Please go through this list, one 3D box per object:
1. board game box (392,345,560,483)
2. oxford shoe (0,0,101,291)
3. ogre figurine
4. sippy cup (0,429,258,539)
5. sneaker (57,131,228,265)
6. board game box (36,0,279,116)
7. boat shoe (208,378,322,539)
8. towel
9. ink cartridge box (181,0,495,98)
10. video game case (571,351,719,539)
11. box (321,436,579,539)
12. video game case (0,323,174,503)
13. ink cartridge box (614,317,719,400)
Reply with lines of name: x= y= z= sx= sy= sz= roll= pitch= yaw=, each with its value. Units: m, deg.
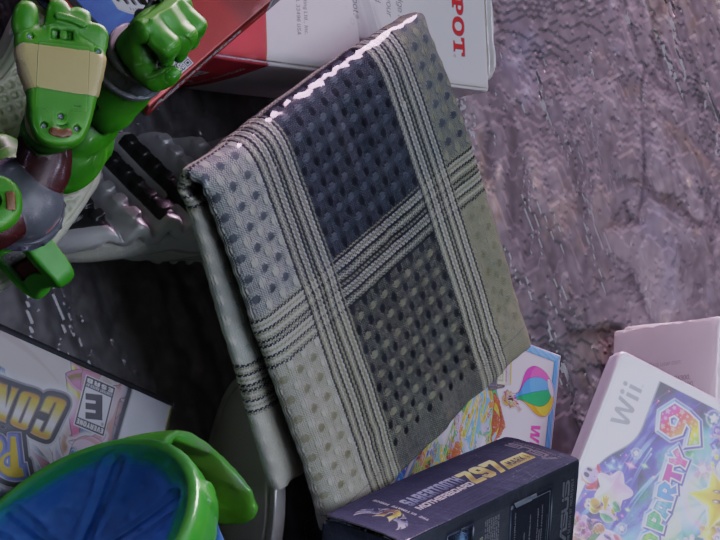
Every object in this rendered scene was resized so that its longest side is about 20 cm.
board game box: x=0.040 y=0.126 z=1.268 sx=0.134 sy=0.034 sz=0.200 roll=21 pitch=69 yaw=-38
oxford shoe: x=-0.152 y=-0.071 z=1.111 sx=0.075 sy=0.058 sz=0.200 roll=24 pitch=67 yaw=-10
ogre figurine: x=-0.157 y=-0.035 z=1.004 sx=0.098 sy=0.120 sz=0.200 roll=30 pitch=67 yaw=-4
sippy cup: x=-0.099 y=0.165 z=1.044 sx=0.178 sy=0.140 sz=0.130 roll=-40 pitch=122 yaw=-13
sneaker: x=-0.074 y=-0.028 z=1.169 sx=0.200 sy=0.075 sz=0.081 roll=-13 pitch=136 yaw=-30
board game box: x=-0.130 y=-0.178 z=1.105 sx=0.103 sy=0.019 sz=0.200 roll=-43 pitch=89 yaw=-18
boat shoe: x=-0.035 y=0.150 z=1.163 sx=0.060 sy=0.074 sz=0.200 roll=-2 pitch=86 yaw=-30
towel: x=0.000 y=0.000 z=1.145 sx=0.193 sy=0.035 sz=0.200 roll=-41 pitch=120 yaw=-44
ink cartridge box: x=-0.033 y=-0.164 z=1.220 sx=0.200 sy=0.083 sz=0.147 roll=4 pitch=81 yaw=-42
video game case: x=0.200 y=0.150 z=1.293 sx=0.200 sy=0.018 sz=0.143 roll=27 pitch=72 yaw=-10
box: x=0.040 y=0.197 z=1.162 sx=0.158 sy=0.051 sz=0.200 roll=-19 pitch=116 yaw=-52
video game case: x=-0.185 y=0.111 z=1.071 sx=0.200 sy=0.025 sz=0.181 roll=28 pitch=65 yaw=-36
ink cartridge box: x=0.221 y=0.139 z=1.388 sx=0.147 sy=0.083 sz=0.200 roll=15 pitch=72 yaw=-39
